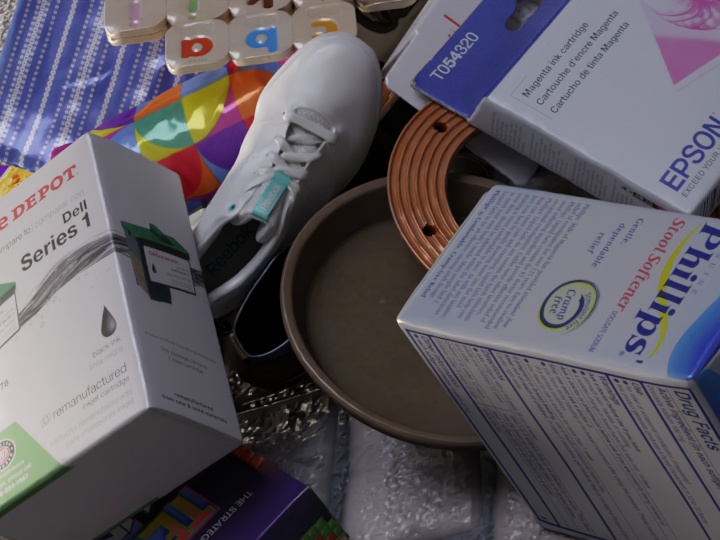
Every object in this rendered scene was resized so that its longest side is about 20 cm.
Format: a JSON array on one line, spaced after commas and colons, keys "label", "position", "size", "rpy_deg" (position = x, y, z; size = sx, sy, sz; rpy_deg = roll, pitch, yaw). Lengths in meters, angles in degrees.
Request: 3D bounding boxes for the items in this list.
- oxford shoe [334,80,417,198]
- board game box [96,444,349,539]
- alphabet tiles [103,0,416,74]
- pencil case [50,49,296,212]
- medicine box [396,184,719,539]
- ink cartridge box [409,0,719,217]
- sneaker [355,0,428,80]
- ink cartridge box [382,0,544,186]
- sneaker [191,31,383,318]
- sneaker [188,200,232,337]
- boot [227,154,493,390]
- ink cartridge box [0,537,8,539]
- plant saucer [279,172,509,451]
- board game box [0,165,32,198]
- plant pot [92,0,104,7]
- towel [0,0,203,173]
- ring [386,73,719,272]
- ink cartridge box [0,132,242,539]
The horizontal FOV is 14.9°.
[{"label": "oxford shoe", "position": [0.033, -0.113, 1.799], "size": [0.200, 0.071, 0.071], "rpy_deg": [-45, 35, -12]}, {"label": "board game box", "position": [-0.131, 0.182, 1.610], "size": [0.200, 0.057, 0.165], "rpy_deg": [-46, 38, -15]}, {"label": "alphabet tiles", "position": [-0.064, -0.187, 1.755], "size": [0.200, 0.015, 0.196], "rpy_deg": [-7, 39, 2]}, {"label": "pencil case", "position": [-0.098, -0.078, 1.745], "size": [0.200, 0.088, 0.088], "rpy_deg": [-23, 39, 13]}, {"label": "medicine box", "position": [0.153, 0.061, 1.426], "size": [0.200, 0.182, 0.103], "rpy_deg": [11, 56, 43]}, {"label": "ink cartridge box", "position": [0.165, -0.136, 1.659], "size": [0.200, 0.043, 0.196], "rpy_deg": [32, 62, 15]}, {"label": "sneaker", "position": [0.026, -0.195, 1.839], "size": [0.074, 0.079, 0.200], "rpy_deg": [37, 56, 13]}, {"label": "ink cartridge box", "position": [0.096, -0.146, 1.737], "size": [0.200, 0.115, 0.068], "rpy_deg": [-56, 6, -26]}, {"label": "sneaker", "position": [-0.049, -0.051, 1.647], "size": [0.200, 0.075, 0.088], "rpy_deg": [-58, 3, 5]}, {"label": "sneaker", "position": [-0.096, 0.012, 1.740], "size": [0.200, 0.079, 0.089], "rpy_deg": [-25, 77, 9]}, {"label": "boot", "position": [0.000, 0.000, 1.663], "size": [0.200, 0.097, 0.075], "rpy_deg": [-42, 82, 1]}, {"label": "ink cartridge box", "position": [-0.261, 0.069, 1.768], "size": [0.117, 0.067, 0.200], "rpy_deg": [-53, 49, 4]}, {"label": "plant saucer", "position": [0.051, 0.026, 1.593], "size": [0.200, 0.029, 0.200], "rpy_deg": [4, 52, -6]}, {"label": "board game box", "position": [-0.214, 0.002, 1.873], "size": [0.200, 0.046, 0.152], "rpy_deg": [6, 53, 39]}, {"label": "plant pot", "position": [-0.106, -0.195, 1.903], "size": [0.177, 0.200, 0.200], "rpy_deg": [9, 54, 29]}, {"label": "towel", "position": [-0.152, -0.116, 1.815], "size": [0.200, 0.024, 0.145], "rpy_deg": [19, 92, 16]}, {"label": "ring", "position": [0.114, -0.040, 1.627], "size": [0.200, 0.019, 0.201], "rpy_deg": [4, 50, -5]}, {"label": "ink cartridge box", "position": [-0.164, 0.042, 1.605], "size": [0.146, 0.084, 0.200], "rpy_deg": [-35, 52, 25]}]
